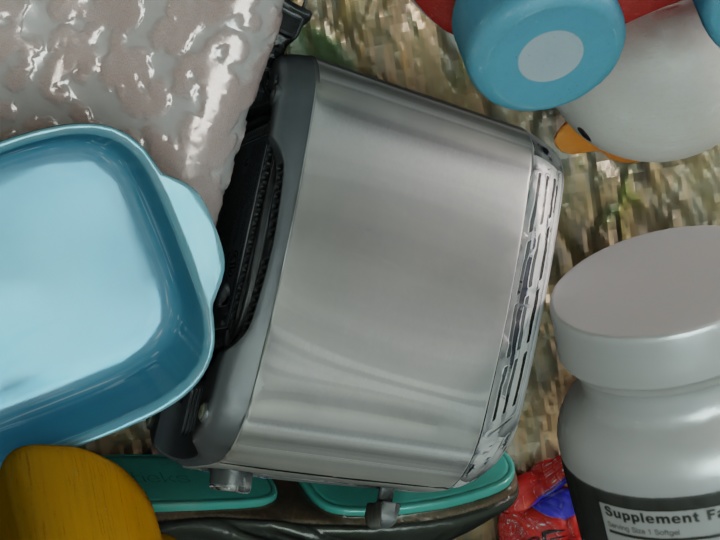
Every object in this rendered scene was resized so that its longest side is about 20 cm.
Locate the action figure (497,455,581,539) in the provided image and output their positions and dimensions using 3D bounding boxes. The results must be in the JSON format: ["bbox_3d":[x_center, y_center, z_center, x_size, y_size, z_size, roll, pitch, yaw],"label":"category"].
[{"bbox_3d":[0.130,0.091,1.207,0.200,0.052,0.065,-29,111,0],"label":"action figure"}]

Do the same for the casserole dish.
[{"bbox_3d":[-0.150,0.016,1.042,0.200,0.039,0.121,-21,108,-3],"label":"casserole dish"}]

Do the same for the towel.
[{"bbox_3d":[-0.136,-0.078,1.082,0.191,0.032,0.200,19,102,6],"label":"towel"}]

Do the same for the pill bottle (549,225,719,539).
[{"bbox_3d":[0.144,0.091,1.120,0.116,0.116,0.200,-18,114,-6],"label":"pill bottle"}]

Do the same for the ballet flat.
[{"bbox_3d":[-0.032,0.108,1.169,0.200,0.068,0.068,0,120,-16],"label":"ballet flat"}]

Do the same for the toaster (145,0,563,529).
[{"bbox_3d":[0.000,0.000,1.114,0.129,0.114,0.200,15,79,-19],"label":"toaster"}]

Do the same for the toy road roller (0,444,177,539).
[{"bbox_3d":[-0.087,0.146,1.056,0.200,0.123,0.146,3,131,-21],"label":"toy road roller"}]

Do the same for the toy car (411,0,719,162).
[{"bbox_3d":[0.099,-0.104,1.109,0.177,0.184,0.200,-12,137,-5],"label":"toy car"}]
